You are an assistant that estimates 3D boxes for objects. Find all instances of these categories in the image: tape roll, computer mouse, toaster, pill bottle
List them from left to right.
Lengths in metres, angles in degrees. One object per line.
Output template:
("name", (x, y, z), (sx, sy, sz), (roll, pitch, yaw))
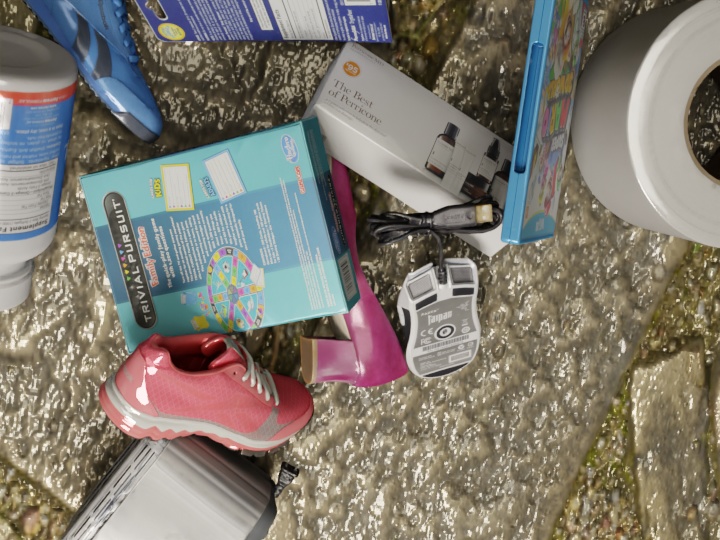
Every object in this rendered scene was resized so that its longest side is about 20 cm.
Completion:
("pill bottle", (-0.284, -0.075, 0.811), (0.111, 0.113, 0.202), (13, 118, -9))
("toaster", (-0.158, 0.207, 0.885), (0.129, 0.114, 0.201), (39, 93, -9))
("computer mouse", (0.062, 0.015, 0.888), (0.108, 0.044, 0.202), (-15, 137, -11))
("tape roll", (0.292, -0.126, 0.886), (0.199, 0.139, 0.206), (-1, 97, -8))

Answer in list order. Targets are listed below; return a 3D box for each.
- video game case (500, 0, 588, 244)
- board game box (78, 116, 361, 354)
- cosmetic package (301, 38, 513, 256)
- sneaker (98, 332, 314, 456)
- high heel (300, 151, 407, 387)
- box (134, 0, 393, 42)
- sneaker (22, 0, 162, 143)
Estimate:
("video game case", (0.150, -0.125, 0.848), (0.018, 0.143, 0.203), (10, 98, 19))
("board game box", (-0.113, -0.027, 0.856), (0.197, 0.047, 0.153), (-11, 100, 17))
("cosmetic package", (0.051, -0.102, 0.884), (0.198, 0.051, 0.083), (31, 55, -11))
("sneaker", (-0.106, 0.094, 0.854), (0.198, 0.074, 0.087), (10, 126, -41))
("high heel", (0.000, 0.000, 0.907), (0.095, 0.067, 0.204), (-1, 91, -24))
("box", (-0.076, -0.217, 0.817), (0.197, 0.121, 0.033), (1, 74, 6))
("sneaker", (-0.209, -0.198, 0.845), (0.078, 0.066, 0.201), (-36, 101, -5))
